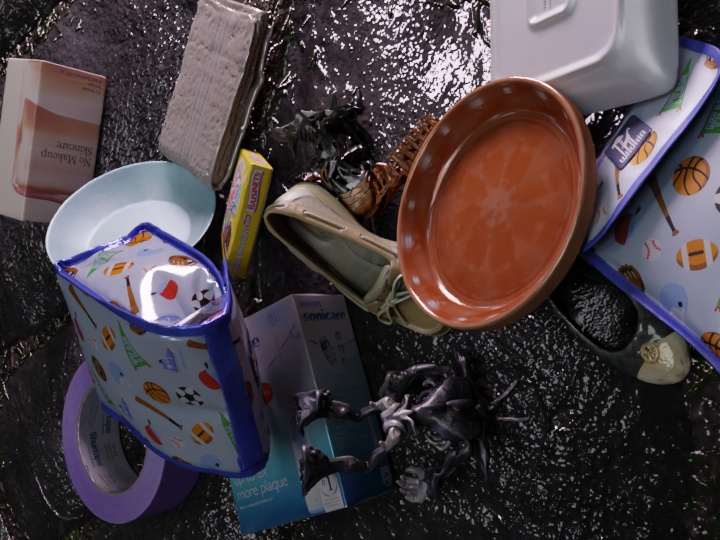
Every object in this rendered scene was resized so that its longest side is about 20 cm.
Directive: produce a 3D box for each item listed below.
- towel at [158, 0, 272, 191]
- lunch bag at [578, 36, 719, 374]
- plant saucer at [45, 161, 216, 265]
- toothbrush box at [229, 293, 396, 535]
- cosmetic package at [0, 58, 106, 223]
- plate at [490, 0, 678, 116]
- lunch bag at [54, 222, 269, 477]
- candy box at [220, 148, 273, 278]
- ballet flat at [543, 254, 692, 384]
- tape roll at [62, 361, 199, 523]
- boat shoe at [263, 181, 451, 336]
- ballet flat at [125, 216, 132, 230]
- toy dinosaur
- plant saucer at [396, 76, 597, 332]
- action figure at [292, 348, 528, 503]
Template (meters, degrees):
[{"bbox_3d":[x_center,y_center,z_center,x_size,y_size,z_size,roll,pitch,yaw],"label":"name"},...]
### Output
[{"bbox_3d":[-0.167,-0.207,0.890,0.132,0.034,0.203,33,108,42],"label":"towel"},{"bbox_3d":[0.244,-0.050,0.543,0.172,0.122,0.201,-58,44,21],"label":"lunch bag"},{"bbox_3d":[-0.259,-0.048,0.900,0.199,0.200,0.039,30,147,32],"label":"plant saucer"},{"bbox_3d":[-0.067,0.142,0.783,0.145,0.085,0.204,-24,74,34],"label":"toothbrush box"},{"bbox_3d":[-0.413,-0.167,1.034,0.086,0.103,0.205,14,98,36],"label":"cosmetic package"},{"bbox_3d":[0.158,-0.220,0.612,0.199,0.032,0.204,-3,85,62],"label":"plate"},{"bbox_3d":[-0.159,0.073,0.693,0.198,0.123,0.173,24,135,42],"label":"lunch bag"},{"bbox_3d":[-0.118,-0.065,0.788,0.200,0.026,0.104,-133,59,-74],"label":"candy box"},{"bbox_3d":[0.175,0.020,0.625,0.200,0.056,0.067,44,113,28],"label":"ballet flat"},{"bbox_3d":[-0.278,0.196,0.948,0.197,0.065,0.205,-2,87,36],"label":"tape roll"},{"bbox_3d":[0.001,-0.002,0.713,0.200,0.063,0.073,40,121,2],"label":"boat shoe"},{"bbox_3d":[-0.229,0.010,0.924,0.199,0.067,0.076,40,128,37],"label":"ballet flat"},{"bbox_3d":[-0.008,-0.094,0.761,0.198,0.102,0.138,-29,87,13],"label":"toy dinosaur"},{"bbox_3d":[0.104,-0.051,0.622,0.199,0.032,0.205,-23,60,47],"label":"plant saucer"},{"bbox_3d":[0.041,0.137,0.686,0.102,0.196,0.121,107,156,-63],"label":"action figure"}]
